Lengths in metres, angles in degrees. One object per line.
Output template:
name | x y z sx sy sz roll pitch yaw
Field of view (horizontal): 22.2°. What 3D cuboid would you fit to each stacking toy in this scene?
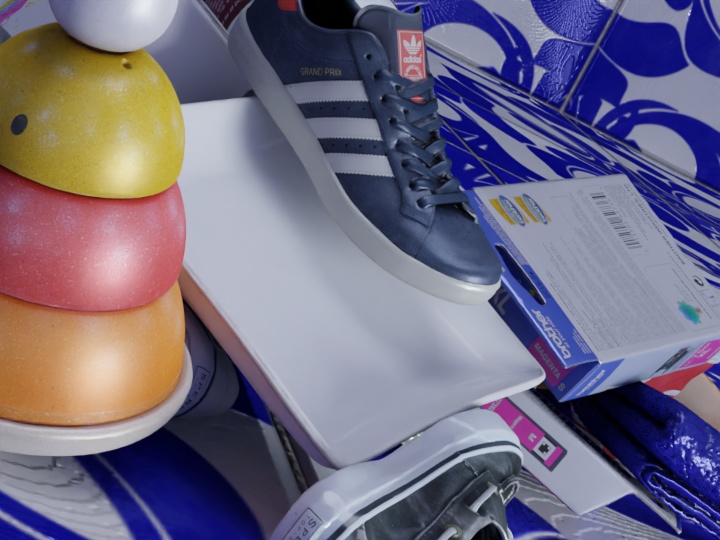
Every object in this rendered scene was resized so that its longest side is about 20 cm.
stacking toy | -0.115 -0.045 0.704 0.144 0.202 0.146 15 24 -7

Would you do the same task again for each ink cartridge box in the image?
ink cartridge box | -0.166 -0.120 1.025 0.086 0.148 0.200 48 -3 -39
ink cartridge box | 0.120 0.007 0.999 0.199 0.042 0.120 -6 55 -54
ink cartridge box | 0.091 0.083 1.008 0.199 0.037 0.095 40 3 9

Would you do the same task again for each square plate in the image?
square plate | -0.024 0.000 0.852 0.198 0.028 0.199 50 29 15

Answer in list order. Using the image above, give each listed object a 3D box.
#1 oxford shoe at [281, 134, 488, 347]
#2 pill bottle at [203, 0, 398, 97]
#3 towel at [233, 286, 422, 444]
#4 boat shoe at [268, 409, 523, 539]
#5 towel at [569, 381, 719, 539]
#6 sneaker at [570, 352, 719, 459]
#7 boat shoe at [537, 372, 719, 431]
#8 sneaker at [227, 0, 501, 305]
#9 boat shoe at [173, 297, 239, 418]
oxford shoe | 0.000 0.000 0.959 0.071 0.071 0.200 -32 71 -29
pill bottle | -0.037 -0.143 1.074 0.113 0.115 0.201 21 29 -31
towel | -0.025 0.038 0.940 0.199 0.031 0.149 35 4 -31
boat shoe | 0.029 0.114 0.771 0.071 0.072 0.199 44 24 15
towel | 0.211 0.135 1.036 0.199 0.050 0.148 38 -3 -15
sneaker | 0.142 0.055 1.125 0.199 0.113 0.072 16 32 -45
boat shoe | 0.159 0.061 1.239 0.198 0.071 0.070 27 13 -9
sneaker | 0.014 -0.077 0.888 0.201 0.085 0.075 52 29 19
boat shoe | -0.133 0.004 0.853 0.200 0.074 0.067 48 4 27
